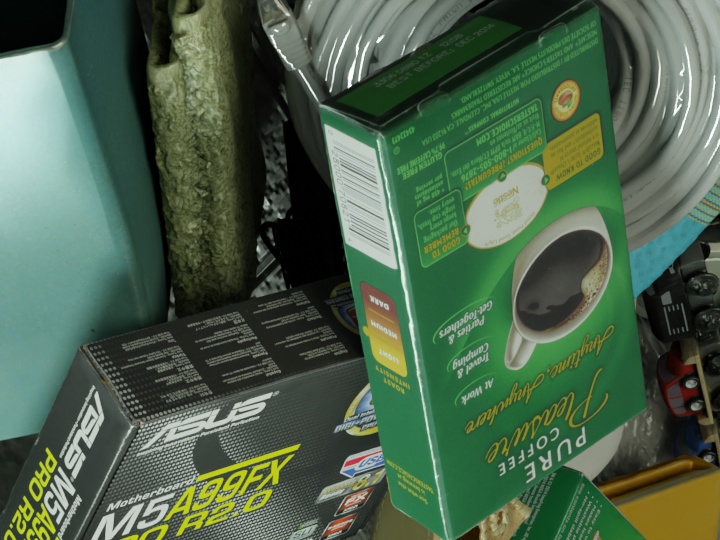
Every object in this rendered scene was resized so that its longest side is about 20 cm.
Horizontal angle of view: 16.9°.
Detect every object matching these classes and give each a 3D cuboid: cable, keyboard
[{"bbox_3d":[0.066,-0.092,1.035,0.199,0.069,0.201,-13,125,5],"label":"cable"},{"bbox_3d":[0.000,0.000,1.148,0.104,0.040,0.201,-47,146,-36],"label":"keyboard"}]

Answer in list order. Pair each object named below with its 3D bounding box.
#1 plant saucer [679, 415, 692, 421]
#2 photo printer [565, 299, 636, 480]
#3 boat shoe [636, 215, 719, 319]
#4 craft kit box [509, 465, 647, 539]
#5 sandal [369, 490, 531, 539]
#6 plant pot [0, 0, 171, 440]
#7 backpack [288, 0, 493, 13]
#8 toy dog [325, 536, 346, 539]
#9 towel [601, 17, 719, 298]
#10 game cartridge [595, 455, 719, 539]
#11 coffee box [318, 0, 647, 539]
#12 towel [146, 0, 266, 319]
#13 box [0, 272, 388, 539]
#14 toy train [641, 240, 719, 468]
[{"bbox_3d":[0.239,0.011,1.330,0.070,0.019,0.200,2,133,-23],"label":"plant saucer"},{"bbox_3d":[0.079,0.026,1.230,0.166,0.069,0.201,0,97,-56],"label":"photo printer"},{"bbox_3d":[0.226,-0.007,1.369,0.199,0.076,0.061,6,51,-30],"label":"boat shoe"},{"bbox_3d":[0.094,0.223,1.213,0.198,0.048,0.201,46,65,-51],"label":"craft kit box"},{"bbox_3d":[0.049,0.098,1.127,0.069,0.078,0.213,7,79,-23],"label":"sandal"},{"bbox_3d":[-0.149,-0.035,0.992,0.141,0.142,0.201,-11,126,9],"label":"plant pot"},{"bbox_3d":[0.065,-0.200,1.137,0.190,0.200,0.155,6,57,-40],"label":"backpack"},{"bbox_3d":[-0.036,0.216,1.176,0.096,0.131,0.201,-15,116,-76],"label":"toy dog"},{"bbox_3d":[0.123,-0.078,1.105,0.146,0.022,0.200,31,114,-23],"label":"towel"},{"bbox_3d":[0.121,0.213,1.316,0.176,0.032,0.201,-13,116,-40],"label":"game cartridge"},{"bbox_3d":[0.053,-0.001,0.985,0.123,0.044,0.201,-32,128,-29],"label":"coffee box"},{"bbox_3d":[-0.065,-0.064,1.057,0.036,0.149,0.201,-1,131,2],"label":"towel"},{"bbox_3d":[-0.054,0.076,1.031,0.199,0.044,0.160,-15,148,-41],"label":"box"},{"bbox_3d":[0.184,0.059,1.325,0.046,0.034,0.200,-14,135,7],"label":"toy train"}]
